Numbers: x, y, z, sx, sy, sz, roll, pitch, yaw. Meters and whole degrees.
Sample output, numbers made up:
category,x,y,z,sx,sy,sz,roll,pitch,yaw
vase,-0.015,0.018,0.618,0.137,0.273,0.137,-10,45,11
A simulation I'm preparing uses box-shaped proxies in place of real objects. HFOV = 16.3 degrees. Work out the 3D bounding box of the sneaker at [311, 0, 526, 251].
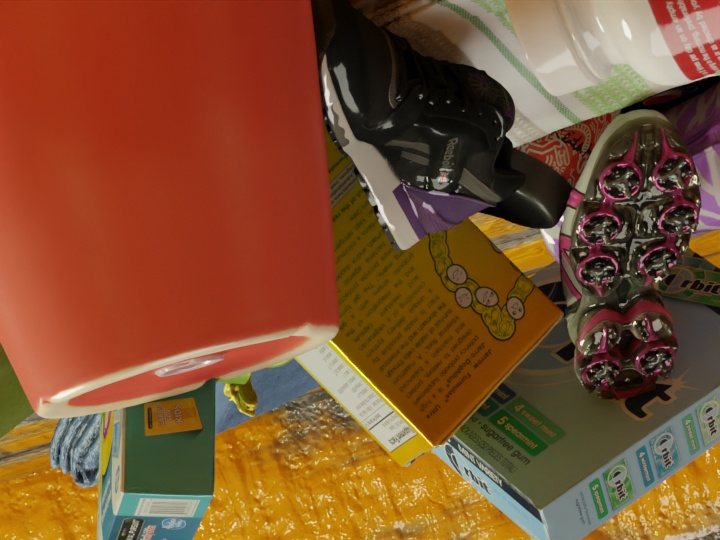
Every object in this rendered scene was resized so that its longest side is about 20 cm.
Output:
category,x,y,z,sx,sy,sz,roll,pitch,yaw
sneaker,0.029,-0.089,1.262,0.087,0.076,0.200,-19,151,8

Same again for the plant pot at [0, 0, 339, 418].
category,x,y,z,sx,sy,sz,roll,pitch,yaw
plant pot,-0.099,-0.038,1.120,0.199,0.179,0.200,-16,173,-2

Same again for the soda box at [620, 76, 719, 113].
category,x,y,z,sx,sy,sz,roll,pitch,yaw
soda box,0.177,-0.137,1.414,0.070,0.064,0.200,-13,172,-12

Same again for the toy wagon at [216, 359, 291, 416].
category,x,y,z,sx,sy,sz,roll,pitch,yaw
toy wagon,-0.057,-0.015,1.279,0.039,0.201,0.156,5,-149,-14

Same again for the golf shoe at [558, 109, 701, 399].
category,x,y,z,sx,sy,sz,roll,pitch,yaw
golf shoe,0.139,-0.022,1.397,0.072,0.093,0.201,-7,138,-9

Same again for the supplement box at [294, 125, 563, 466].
category,x,y,z,sx,sy,sz,roll,pitch,yaw
supplement box,0.000,0.000,1.425,0.110,0.200,0.109,-45,180,-14

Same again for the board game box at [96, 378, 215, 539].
category,x,y,z,sx,sy,sz,roll,pitch,yaw
board game box,-0.104,0.034,1.266,0.047,0.202,0.151,3,160,-10

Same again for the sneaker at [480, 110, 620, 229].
category,x,y,z,sx,sy,sz,roll,pitch,yaw
sneaker,0.065,-0.095,1.454,0.201,0.108,0.067,18,159,46

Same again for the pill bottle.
category,x,y,z,sx,sy,sz,roll,pitch,yaw
pill bottle,0.165,-0.149,1.112,0.199,0.113,0.112,-19,172,17

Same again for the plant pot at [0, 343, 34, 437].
category,x,y,z,sx,sy,sz,roll,pitch,yaw
plant pot,-0.225,0.020,1.353,0.199,0.201,0.190,-22,-177,40

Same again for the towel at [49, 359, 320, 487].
category,x,y,z,sx,sy,sz,roll,pitch,yaw
towel,-0.090,0.057,1.503,0.199,0.049,0.112,-21,154,-39

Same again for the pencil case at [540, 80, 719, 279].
category,x,y,z,sx,sy,sz,roll,pitch,yaw
pencil case,0.180,-0.058,1.464,0.085,0.085,0.200,15,156,-32

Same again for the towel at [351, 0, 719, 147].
category,x,y,z,sx,sy,sz,roll,pitch,yaw
towel,0.082,-0.110,1.294,0.199,0.031,0.149,-21,141,31

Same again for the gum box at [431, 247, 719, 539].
category,x,y,z,sx,sy,sz,roll,pitch,yaw
gum box,0.141,0.063,1.502,0.199,0.045,0.170,-33,-141,-17
